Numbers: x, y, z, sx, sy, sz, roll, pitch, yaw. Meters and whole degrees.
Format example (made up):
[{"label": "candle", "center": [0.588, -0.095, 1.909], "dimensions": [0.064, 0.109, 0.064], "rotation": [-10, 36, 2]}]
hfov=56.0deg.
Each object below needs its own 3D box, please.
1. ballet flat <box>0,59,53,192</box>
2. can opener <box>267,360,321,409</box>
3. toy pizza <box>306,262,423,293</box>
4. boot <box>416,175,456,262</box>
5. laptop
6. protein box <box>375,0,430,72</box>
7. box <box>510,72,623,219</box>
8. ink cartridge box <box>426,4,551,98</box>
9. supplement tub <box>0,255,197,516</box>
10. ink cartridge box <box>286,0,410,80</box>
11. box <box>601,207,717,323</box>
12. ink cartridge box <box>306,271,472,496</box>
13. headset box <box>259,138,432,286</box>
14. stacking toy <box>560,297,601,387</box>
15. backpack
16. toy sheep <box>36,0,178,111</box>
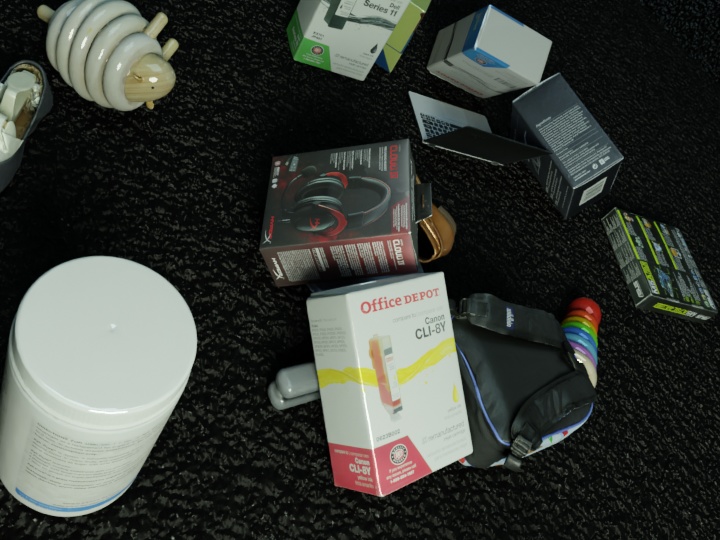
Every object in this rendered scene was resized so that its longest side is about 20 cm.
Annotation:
[{"label": "ballet flat", "center": [-0.386, -0.158, 0.726], "dimensions": [0.072, 0.073, 0.204], "rotation": [22, 47, -17]}, {"label": "can opener", "center": [-0.007, 0.130, 0.769], "dimensions": [0.196, 0.054, 0.068], "rotation": [-9, 60, -38]}, {"label": "toy pizza", "center": [0.000, 0.000, 0.892], "dimensions": [0.196, 0.032, 0.204], "rotation": [19, 44, -20]}, {"label": "boot", "center": [0.044, -0.088, 0.929], "dimensions": [0.200, 0.077, 0.155], "rotation": [45, 23, 3]}, {"label": "laptop", "center": [0.203, -0.259, 1.180], "dimensions": [0.183, 0.116, 0.204], "rotation": [10, 51, -29]}, {"label": "protein box", "center": [0.027, -0.515, 1.249], "dimensions": [0.196, 0.135, 0.202], "rotation": [30, 45, -9]}, {"label": "box", "center": [0.364, -0.221, 1.221], "dimensions": [0.103, 0.148, 0.203], "rotation": [-30, 71, 1]}, {"label": "ink cartridge box", "center": [0.230, -0.395, 1.245], "dimensions": [0.142, 0.199, 0.086], "rotation": [21, 89, -21]}, {"label": "supplement tub", "center": [-0.216, 0.100, 0.540], "dimensions": [0.129, 0.201, 0.134], "rotation": [18, 47, -21]}, {"label": "ink cartridge box", "center": [-0.015, -0.429, 1.102], "dimensions": [0.143, 0.201, 0.085], "rotation": [7, 51, -29]}, {"label": "box", "center": [0.566, -0.010, 1.284], "dimensions": [0.188, 0.048, 0.204], "rotation": [10, 52, -25]}, {"label": "ink cartridge box", "center": [0.032, 0.113, 0.727], "dimensions": [0.143, 0.082, 0.206], "rotation": [-10, 91, -38]}, {"label": "headset box", "center": [-0.011, -0.071, 0.808], "dimensions": [0.194, 0.076, 0.152], "rotation": [-5, 53, 11]}, {"label": "stacking toy", "center": [0.317, 0.102, 1.005], "dimensions": [0.085, 0.086, 0.200], "rotation": [40, 37, 0]}, {"label": "backpack", "center": [0.182, 0.140, 0.822], "dimensions": [0.186, 0.154, 0.205], "rotation": [-5, 64, -27]}, {"label": "toy sheep", "center": [-0.311, -0.272, 0.828], "dimensions": [0.197, 0.140, 0.138], "rotation": [30, 42, 11]}]
